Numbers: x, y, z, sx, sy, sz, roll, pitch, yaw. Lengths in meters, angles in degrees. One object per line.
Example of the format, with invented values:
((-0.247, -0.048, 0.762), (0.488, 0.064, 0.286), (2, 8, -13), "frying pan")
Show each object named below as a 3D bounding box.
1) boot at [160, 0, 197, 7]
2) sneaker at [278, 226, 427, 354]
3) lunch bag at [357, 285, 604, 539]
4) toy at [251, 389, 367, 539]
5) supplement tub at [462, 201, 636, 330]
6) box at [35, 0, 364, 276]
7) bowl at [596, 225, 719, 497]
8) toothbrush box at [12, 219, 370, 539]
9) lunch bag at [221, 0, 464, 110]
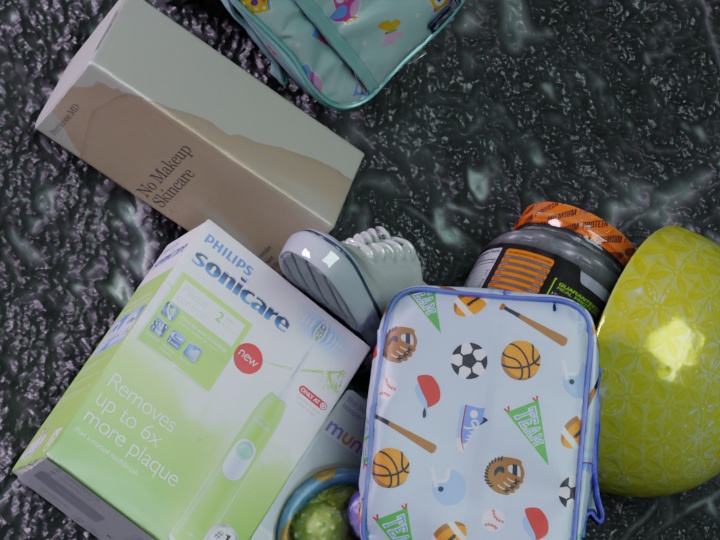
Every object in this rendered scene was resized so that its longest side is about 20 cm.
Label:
((-0.040, -0.246, 1.713), (0.200, 0.066, 0.165), (16, 81, -29), "boot")
((0.000, 0.000, 1.602), (0.073, 0.200, 0.071), (35, 84, 18), "sneaker")
((0.082, 0.112, 1.546), (0.160, 0.076, 0.201), (6, 83, 4), "lunch bag")
((-0.017, 0.195, 1.591), (0.115, 0.047, 0.200), (37, 85, -9), "toy")
((0.115, 0.058, 1.673), (0.122, 0.122, 0.200), (36, 66, -13), "supplement tub")
((-0.109, -0.089, 1.613), (0.200, 0.095, 0.078), (33, 48, -13), "box")
((0.244, 0.076, 1.675), (0.107, 0.200, 0.200), (16, 64, 27), "bowl")
((-0.112, 0.093, 1.583), (0.146, 0.086, 0.200), (39, 64, -12), "toothbrush box")
((-0.022, -0.212, 1.643), (0.160, 0.077, 0.200), (-47, 129, -4), "lunch bag")
